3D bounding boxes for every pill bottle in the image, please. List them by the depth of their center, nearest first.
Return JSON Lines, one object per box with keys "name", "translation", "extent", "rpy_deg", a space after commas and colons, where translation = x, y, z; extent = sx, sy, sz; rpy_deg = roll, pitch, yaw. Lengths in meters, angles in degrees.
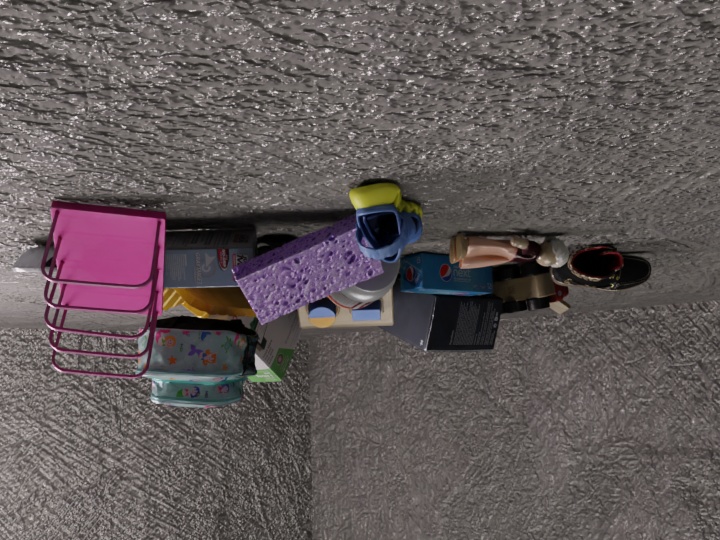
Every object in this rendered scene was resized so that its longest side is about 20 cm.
{"name": "pill bottle", "translation": [0.000, 0.000, 1.274], "extent": [0.108, 0.111, 0.200], "rpy_deg": [-1, 172, -10]}

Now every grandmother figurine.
{"name": "grandmother figurine", "translation": [0.251, -0.031, 1.316], "extent": [0.197, 0.061, 0.121], "rpy_deg": [2, 180, -9]}

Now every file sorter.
{"name": "file sorter", "translation": [-0.328, 0.032, 1.014], "extent": [0.137, 0.126, 0.201], "rpy_deg": [6, 139, -11]}

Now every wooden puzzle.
{"name": "wooden puzzle", "translation": [-0.031, 0.044, 1.454], "extent": [0.183, 0.047, 0.202], "rpy_deg": [-3, 132, 2]}

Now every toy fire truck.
{"name": "toy fire truck", "translation": [0.393, 0.045, 1.720], "extent": [0.198, 0.130, 0.175], "rpy_deg": [-11, 178, -35]}

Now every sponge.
{"name": "sponge", "translation": [-0.071, -0.001, 1.114], "extent": [0.198, 0.030, 0.112], "rpy_deg": [-24, 140, -5]}

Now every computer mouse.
{"name": "computer mouse", "translation": [-0.490, -0.016, 1.299], "extent": [0.108, 0.045, 0.200], "rpy_deg": [1, 179, 13]}

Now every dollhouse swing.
{"name": "dollhouse swing", "translation": [-0.286, 0.058, 1.302], "extent": [0.182, 0.177, 0.199], "rpy_deg": [-46, 153, 21]}

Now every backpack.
{"name": "backpack", "translation": [-0.264, 0.141, 1.261], "extent": [0.175, 0.153, 0.200], "rpy_deg": [3, 170, 7]}

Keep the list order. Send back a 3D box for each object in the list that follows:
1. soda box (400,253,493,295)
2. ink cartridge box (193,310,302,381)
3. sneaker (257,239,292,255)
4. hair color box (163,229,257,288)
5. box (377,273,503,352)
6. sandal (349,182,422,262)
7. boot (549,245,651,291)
{"name": "soda box", "translation": [0.170, 0.010, 1.537], "extent": [0.198, 0.069, 0.064], "rpy_deg": [5, 170, -40]}
{"name": "ink cartridge box", "translation": [-0.208, 0.098, 1.507], "extent": [0.083, 0.147, 0.200], "rpy_deg": [-4, 140, 32]}
{"name": "sneaker", "translation": [-0.141, 0.002, 1.328], "extent": [0.075, 0.089, 0.200], "rpy_deg": [0, 172, -12]}
{"name": "hair color box", "translation": [-0.251, -0.017, 1.147], "extent": [0.197, 0.061, 0.099], "rpy_deg": [-2, -161, -4]}
{"name": "box", "translation": [0.163, 0.089, 1.698], "extent": [0.195, 0.126, 0.199], "rpy_deg": [2, -167, -36]}
{"name": "sandal", "translation": [0.034, -0.051, 1.012], "extent": [0.078, 0.088, 0.200], "rpy_deg": [-7, 173, 18]}
{"name": "boot", "translation": [0.472, -0.005, 1.508], "extent": [0.197, 0.074, 0.151], "rpy_deg": [3, 172, 3]}
